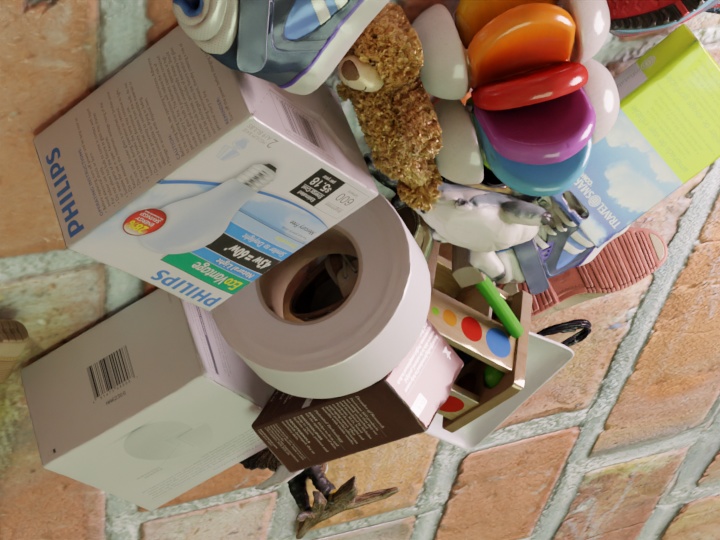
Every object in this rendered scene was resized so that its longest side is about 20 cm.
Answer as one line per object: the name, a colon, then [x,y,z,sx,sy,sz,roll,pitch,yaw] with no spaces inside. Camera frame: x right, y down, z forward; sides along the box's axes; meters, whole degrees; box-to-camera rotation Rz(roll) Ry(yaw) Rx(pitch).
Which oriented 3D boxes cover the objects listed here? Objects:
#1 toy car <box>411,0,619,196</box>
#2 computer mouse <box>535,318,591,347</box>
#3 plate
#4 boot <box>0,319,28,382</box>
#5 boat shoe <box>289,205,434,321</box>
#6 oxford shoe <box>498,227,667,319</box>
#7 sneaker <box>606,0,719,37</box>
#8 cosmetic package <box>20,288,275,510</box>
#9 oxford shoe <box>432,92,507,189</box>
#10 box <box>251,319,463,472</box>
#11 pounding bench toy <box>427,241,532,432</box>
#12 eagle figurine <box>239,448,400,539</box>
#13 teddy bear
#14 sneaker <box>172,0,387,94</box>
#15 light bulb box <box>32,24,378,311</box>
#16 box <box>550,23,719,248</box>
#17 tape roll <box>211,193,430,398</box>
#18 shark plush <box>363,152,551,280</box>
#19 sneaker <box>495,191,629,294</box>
toy car: [0.143,-0.150,1.429,0.175,0.150,0.200,-18,126,-7]
computer mouse: [0.168,0.074,1.930,0.199,0.034,0.059,-5,134,-6]
plate: [0.107,0.110,1.904,0.200,0.032,0.200,24,128,-27]
boot: [-0.429,0.100,1.584,0.166,0.072,0.200,-42,148,28]
boat shoe: [0.000,0.000,1.692,0.072,0.076,0.200,10,136,-39]
oxford shoe: [0.245,0.003,1.872,0.200,0.071,0.074,-17,171,1]
sneaker: [0.306,-0.247,1.476,0.200,0.079,0.096,-23,152,4]
cosmetic package: [-0.205,0.134,1.730,0.199,0.123,0.200,-29,148,14]
oxford shoe: [0.133,-0.102,1.607,0.071,0.073,0.200,-36,147,24]
box: [-0.005,0.124,1.647,0.200,0.100,0.075,-21,115,41]
pounding bench toy: [0.111,0.057,1.714,0.156,0.124,0.200,28,141,-22]
eagle figurine: [-0.064,0.185,1.827,0.151,0.200,0.151,-6,149,-21]
teddy bear: [0.021,-0.134,1.422,0.067,0.145,0.200,-21,155,-8]
sneaker: [-0.053,-0.240,1.250,0.146,0.081,0.200,27,107,-29]
light bulb box: [-0.130,-0.088,1.415,0.200,0.125,0.198,-34,148,20]
box: [0.270,-0.127,1.608,0.200,0.048,0.122,-38,119,14]
tape roll: [-0.039,0.016,1.566,0.202,0.203,0.071,-25,150,7]
shark plush: [0.085,-0.060,1.596,0.200,0.083,0.091,11,130,-18]
sneaker: [0.191,-0.050,1.719,0.146,0.081,0.200,-13,155,-22]
